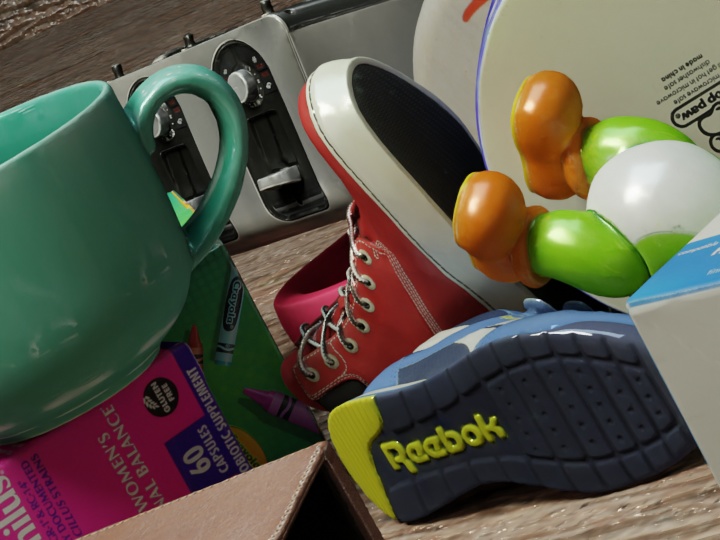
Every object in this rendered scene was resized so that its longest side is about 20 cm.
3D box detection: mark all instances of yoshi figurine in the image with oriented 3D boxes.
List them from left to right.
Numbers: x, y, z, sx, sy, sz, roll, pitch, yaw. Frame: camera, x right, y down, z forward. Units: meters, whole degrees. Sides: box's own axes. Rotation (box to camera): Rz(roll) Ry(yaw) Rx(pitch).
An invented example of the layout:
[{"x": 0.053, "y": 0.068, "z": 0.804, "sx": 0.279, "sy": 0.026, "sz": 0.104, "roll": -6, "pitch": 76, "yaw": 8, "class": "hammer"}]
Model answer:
[{"x": 0.138, "y": -0.025, "z": 1.124, "sx": 0.199, "sy": 0.113, "sz": 0.112, "roll": 15, "pitch": 14, "yaw": 25, "class": "yoshi figurine"}]

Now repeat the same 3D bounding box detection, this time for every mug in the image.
[{"x": -0.136, "y": -0.001, "z": 1.270, "sx": 0.184, "sy": 0.115, "sz": 0.152, "roll": -21, "pitch": 15, "yaw": 22, "class": "mug"}]

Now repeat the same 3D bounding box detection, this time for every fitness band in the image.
[{"x": 0.039, "y": -0.018, "z": 1.620, "sx": 0.143, "sy": 0.038, "sz": 0.200, "roll": -18, "pitch": 15, "yaw": 49, "class": "fitness band"}]

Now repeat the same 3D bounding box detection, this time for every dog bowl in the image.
[{"x": 0.148, "y": -0.079, "z": 1.237, "sx": 0.199, "sy": 0.201, "sz": 0.079, "roll": -24, "pitch": 15, "yaw": 16, "class": "dog bowl"}]

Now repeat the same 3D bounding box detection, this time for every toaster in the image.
[{"x": -0.012, "y": -0.089, "z": 1.582, "sx": 0.200, "sy": 0.119, "sz": 0.180, "roll": -21, "pitch": 4, "yaw": -39, "class": "toaster"}]

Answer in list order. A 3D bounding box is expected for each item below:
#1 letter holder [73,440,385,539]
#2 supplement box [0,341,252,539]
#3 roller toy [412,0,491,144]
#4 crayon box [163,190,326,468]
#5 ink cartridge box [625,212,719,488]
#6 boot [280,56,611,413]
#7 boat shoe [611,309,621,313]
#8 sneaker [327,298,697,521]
[{"x": -0.089, "y": 0.162, "z": 1.018, "sx": 0.199, "sy": 0.101, "sz": 0.142, "roll": -23, "pitch": 15, "yaw": 23, "class": "letter holder"}, {"x": -0.150, "y": 0.123, "z": 1.300, "sx": 0.200, "sy": 0.101, "sz": 0.103, "roll": -34, "pitch": 15, "yaw": -24, "class": "supplement box"}, {"x": 0.128, "y": -0.105, "z": 1.417, "sx": 0.199, "sy": 0.183, "sz": 0.140, "roll": 1, "pitch": 26, "yaw": 31, "class": "roller toy"}, {"x": -0.078, "y": 0.036, "z": 1.452, "sx": 0.058, "sy": 0.119, "sz": 0.200, "roll": -28, "pitch": 13, "yaw": -5, "class": "crayon box"}, {"x": 0.188, "y": 0.006, "z": 1.002, "sx": 0.067, "sy": 0.117, "sz": 0.200, "roll": -16, "pitch": 18, "yaw": 47, "class": "ink cartridge box"}, {"x": 0.000, "y": 0.000, "z": 1.286, "sx": 0.144, "sy": 0.200, "sz": 0.073, "roll": -22, "pitch": 41, "yaw": 26, "class": "boot"}, {"x": 0.110, "y": -0.009, "z": 1.349, "sx": 0.200, "sy": 0.076, "sz": 0.060, "roll": -34, "pitch": 3, "yaw": 39, "class": "boat shoe"}, {"x": 0.073, "y": 0.046, "z": 1.200, "sx": 0.200, "sy": 0.074, "sz": 0.082, "roll": -12, "pitch": 18, "yaw": 49, "class": "sneaker"}]
